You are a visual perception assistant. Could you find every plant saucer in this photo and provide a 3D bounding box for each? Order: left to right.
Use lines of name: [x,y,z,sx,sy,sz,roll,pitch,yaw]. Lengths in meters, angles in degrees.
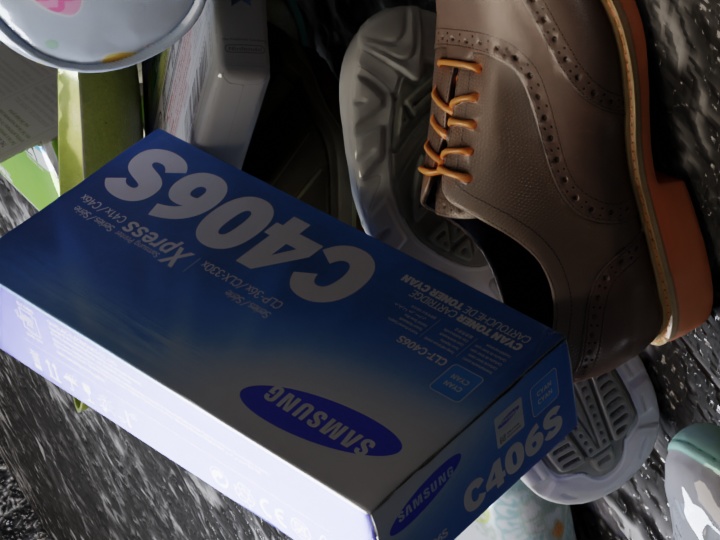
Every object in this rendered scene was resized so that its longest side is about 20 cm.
plant saucer: [-0.120,-0.035,0.958,0.200,0.031,0.201,178,90,-78]

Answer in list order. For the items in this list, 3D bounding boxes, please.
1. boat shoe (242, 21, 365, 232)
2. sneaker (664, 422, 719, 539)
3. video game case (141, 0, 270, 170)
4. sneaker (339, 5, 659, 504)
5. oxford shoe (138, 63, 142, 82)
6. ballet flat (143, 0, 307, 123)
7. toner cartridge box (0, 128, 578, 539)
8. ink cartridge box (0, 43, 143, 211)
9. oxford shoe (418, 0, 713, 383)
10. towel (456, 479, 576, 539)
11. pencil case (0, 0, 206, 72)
boat shoe: [-0.012,-0.031,0.844,0.068,0.072,0.200,31,-152,-30]
sneaker: [0.114,0.164,0.709,0.201,0.140,0.078,65,163,-15]
video game case: [-0.067,-0.101,0.843,0.200,0.022,0.183,113,155,-59]
sneaker: [0.036,-0.006,0.786,0.201,0.078,0.099,67,166,-16]
oxford shoe: [-0.111,-0.143,1.000,0.071,0.074,0.200,58,163,21]
ballet flat: [-0.071,-0.082,1.002,0.068,0.062,0.200,59,163,8]
toner cartridge box: [-0.033,0.024,0.700,0.200,0.095,0.043,27,144,36]
ink cartridge box: [-0.189,-0.062,1.143,0.148,0.200,0.076,38,152,54]
oxford shoe: [0.050,-0.053,0.665,0.201,0.073,0.071,66,162,-16]
towel: [0.043,0.098,0.987,0.200,0.048,0.172,42,158,49]
pencil case: [-0.104,-0.160,0.759,0.200,0.090,0.083,-102,14,-45]
